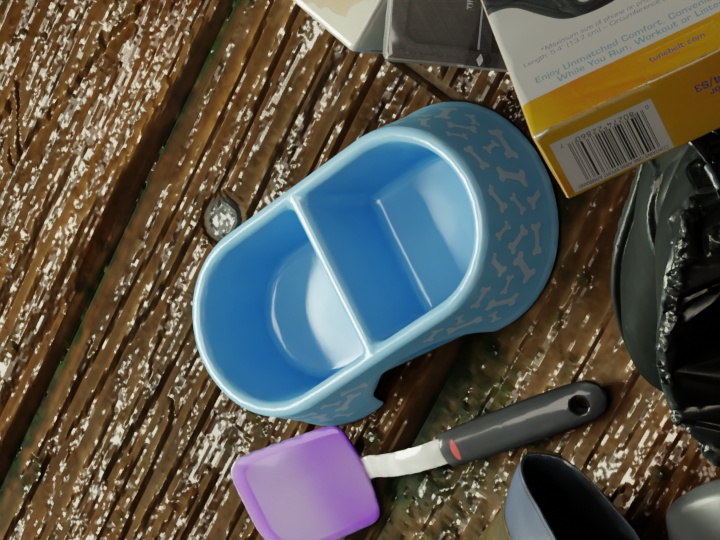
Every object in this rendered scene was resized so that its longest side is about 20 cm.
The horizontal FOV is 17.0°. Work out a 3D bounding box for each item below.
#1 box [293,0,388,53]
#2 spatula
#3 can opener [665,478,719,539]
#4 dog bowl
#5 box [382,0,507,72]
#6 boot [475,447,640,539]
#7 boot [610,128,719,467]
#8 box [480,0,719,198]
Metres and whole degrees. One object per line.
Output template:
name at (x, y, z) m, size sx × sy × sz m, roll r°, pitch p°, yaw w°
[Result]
box at (-0.028, -0.193, 1.119) m, size 0.200 × 0.078 × 0.095 m, roll 41°, pitch 114°, yaw 24°
spatula at (0.029, 0.087, 1.137) m, size 0.200 × 0.021 × 0.057 m, roll -20°, pitch 99°, yaw 32°
can opener at (0.211, 0.115, 0.999) m, size 0.200 × 0.053 × 0.067 m, roll -8°, pitch 89°, yaw 34°
dog bowl at (0.000, 0.000, 1.136) m, size 0.200 × 0.050 × 0.112 m, roll -34°, pitch 75°, yaw 31°
box at (0.095, -0.179, 1.007) m, size 0.158 × 0.048 × 0.200 m, roll 4°, pitch 98°, yaw 0°
boot at (0.087, 0.163, 1.025) m, size 0.200 × 0.075 × 0.097 m, roll -121°, pitch 41°, yaw -55°
boot at (0.140, 0.011, 0.943) m, size 0.073 × 0.162 × 0.198 m, roll 2°, pitch 127°, yaw 2°
box at (0.101, -0.125, 0.912) m, size 0.119 × 0.041 × 0.200 m, roll -25°, pitch 41°, yaw 9°
